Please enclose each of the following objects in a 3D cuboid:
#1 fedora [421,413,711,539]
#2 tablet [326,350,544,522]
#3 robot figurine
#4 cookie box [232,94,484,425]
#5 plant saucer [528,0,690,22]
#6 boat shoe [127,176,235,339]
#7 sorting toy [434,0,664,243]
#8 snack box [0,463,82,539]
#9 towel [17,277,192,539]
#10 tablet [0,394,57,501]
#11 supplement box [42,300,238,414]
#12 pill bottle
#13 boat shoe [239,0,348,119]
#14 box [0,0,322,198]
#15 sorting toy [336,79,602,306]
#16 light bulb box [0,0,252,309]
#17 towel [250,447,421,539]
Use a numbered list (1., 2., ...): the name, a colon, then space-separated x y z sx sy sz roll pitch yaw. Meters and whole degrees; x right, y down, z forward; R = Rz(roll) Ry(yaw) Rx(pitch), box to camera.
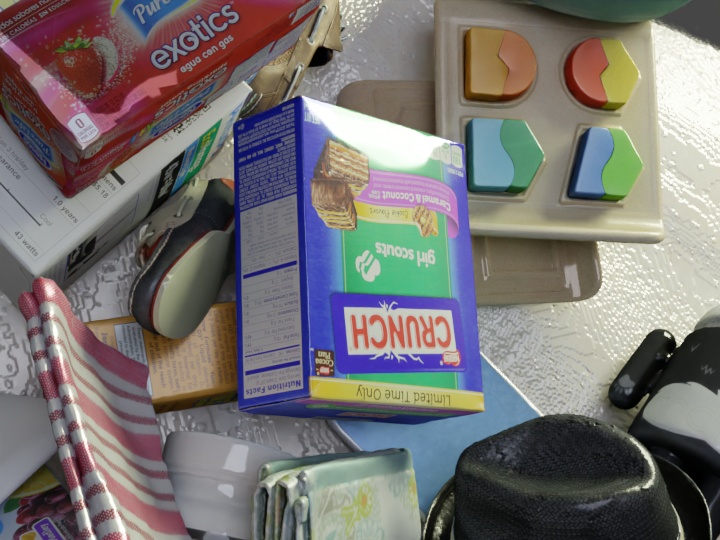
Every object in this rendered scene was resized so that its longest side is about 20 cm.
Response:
1. fedora: 0.135 0.156 0.823 0.200 0.200 0.092 -30 130 -21
2. tablet: 0.082 0.138 0.926 0.200 0.014 0.130 45 69 -1
3. robot figurine: 0.285 0.115 0.936 0.150 0.125 0.200 42 69 -11
4. cookie box: 0.000 0.000 0.839 0.171 0.075 0.201 10 72 -44
5. plant saucer: 0.186 -0.248 0.997 0.199 0.036 0.200 7 34 -4
6. boat shoe: -0.120 -0.015 0.828 0.062 0.071 0.200 19 26 5
7. sorting toy: 0.150 -0.122 0.952 0.184 0.036 0.201 2 74 -11
8. snack box: -0.236 0.177 0.725 0.142 0.200 0.053 -34 119 -21
9. towel: -0.135 0.114 0.700 0.030 0.146 0.201 -25 62 1
10. tablet: -0.267 0.140 0.726 0.200 0.130 0.014 -46 124 -40
11. supplement box: -0.122 0.063 0.855 0.199 0.067 0.069 -10 79 -18
12. pill bottle: -0.105 0.214 0.796 0.116 0.116 0.201 15 72 -12
13. boat shoe: -0.052 -0.189 0.945 0.072 0.072 0.200 44 60 -25
14. box: -0.128 -0.147 0.755 0.200 0.100 0.096 -39 90 -22
15. sorting toy: 0.085 -0.061 0.969 0.199 0.036 0.186 -3 77 -13
16. light bulb box: -0.218 -0.113 0.839 0.198 0.125 0.200 47 67 -1
17. towel: -0.010 0.207 0.800 0.048 0.200 0.172 -5 84 26
